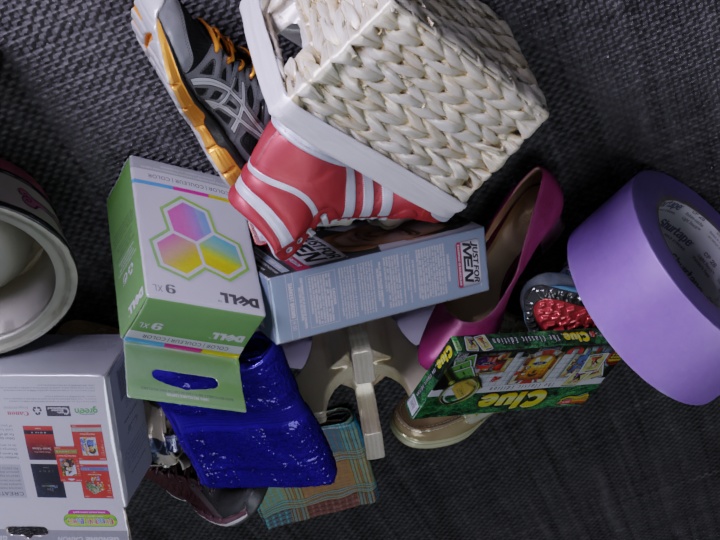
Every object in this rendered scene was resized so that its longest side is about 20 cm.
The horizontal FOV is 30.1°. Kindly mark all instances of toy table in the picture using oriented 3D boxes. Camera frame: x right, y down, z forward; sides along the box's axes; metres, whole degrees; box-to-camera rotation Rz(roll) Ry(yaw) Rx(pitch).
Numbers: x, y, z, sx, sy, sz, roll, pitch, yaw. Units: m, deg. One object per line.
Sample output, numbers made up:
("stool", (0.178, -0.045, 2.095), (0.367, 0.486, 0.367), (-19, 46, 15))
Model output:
("toy table", (0.002, 0.083, 1.276), (0.197, 0.118, 0.185), (-18, 141, 6))

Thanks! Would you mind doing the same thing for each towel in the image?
("towel", (-0.060, 0.226, 1.505), (0.145, 0.022, 0.201), (-14, 141, 1))
("towel", (-0.113, 0.131, 1.193), (0.146, 0.050, 0.201), (1, 140, 22))

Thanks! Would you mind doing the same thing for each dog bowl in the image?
("dog bowl", (-0.331, -0.015, 1.088), (0.197, 0.074, 0.201), (-9, 141, -7))

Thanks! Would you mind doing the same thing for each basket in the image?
("basket", (0.028, -0.152, 0.988), (0.123, 0.137, 0.199), (-40, 135, 24))

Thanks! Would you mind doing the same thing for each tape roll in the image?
("tape roll", (0.286, 0.014, 1.211), (0.198, 0.202, 0.085), (21, 130, -36))

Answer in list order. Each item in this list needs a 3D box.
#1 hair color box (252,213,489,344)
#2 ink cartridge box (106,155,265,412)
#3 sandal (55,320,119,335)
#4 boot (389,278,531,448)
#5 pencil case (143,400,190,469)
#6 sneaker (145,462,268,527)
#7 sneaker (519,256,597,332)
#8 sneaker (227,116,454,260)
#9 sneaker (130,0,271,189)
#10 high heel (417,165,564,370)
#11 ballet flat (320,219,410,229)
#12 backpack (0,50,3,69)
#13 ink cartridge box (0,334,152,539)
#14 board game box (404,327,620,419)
("hair color box", (0.000, 0.000, 1.147), (0.197, 0.099, 0.062), (-13, 109, -21))
("ink cartridge box", (-0.139, 0.009, 1.073), (0.103, 0.202, 0.059), (12, 136, -29))
("sandal", (-0.175, 0.073, 1.241), (0.209, 0.078, 0.070), (11, 138, -20))
("boot", (0.123, 0.089, 1.334), (0.198, 0.072, 0.156), (-20, 145, -24))
("pencil case", (-0.262, 0.156, 1.288), (0.197, 0.091, 0.078), (-7, 174, 7))
("sneaker", (-0.181, 0.196, 1.335), (0.115, 0.076, 0.199), (32, 160, -31))
("sneaker", (0.207, 0.017, 1.269), (0.199, 0.096, 0.079), (9, 141, -48))
("sneaker", (-0.018, -0.054, 1.064), (0.199, 0.071, 0.113), (23, 112, -41))
("sneaker", (-0.108, -0.145, 1.009), (0.077, 0.079, 0.201), (-31, 144, 0))
("high heel", (0.109, -0.004, 1.195), (0.201, 0.067, 0.096), (-53, 150, -13))
("ballet flat", (0.000, -0.063, 1.138), (0.197, 0.070, 0.070), (0, 140, -17))
("backpack", (-0.335, -0.077, 0.910), (0.162, 0.202, 0.153), (-30, 138, 21))
("ink cartridge box", (-0.296, 0.153, 1.199), (0.197, 0.084, 0.178), (0, 113, 9))
("board game box", (0.147, 0.093, 1.226), (0.198, 0.024, 0.105), (-2, 144, -29))
